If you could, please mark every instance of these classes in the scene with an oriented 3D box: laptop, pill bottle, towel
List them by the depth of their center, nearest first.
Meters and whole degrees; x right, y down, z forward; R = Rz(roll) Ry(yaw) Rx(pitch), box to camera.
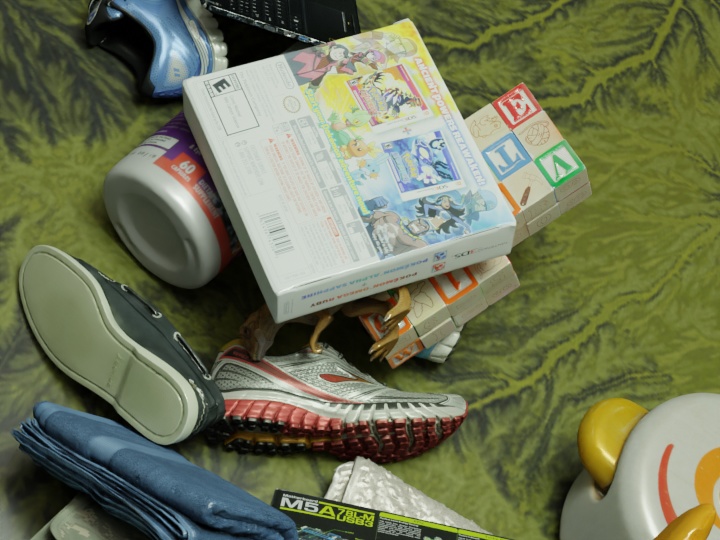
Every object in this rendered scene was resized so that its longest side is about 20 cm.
[{"bbox_3d":[-0.140,0.149,1.494,0.111,0.200,0.049,21,91,-47],"label":"towel"},{"bbox_3d":[0.047,0.232,1.598,0.199,0.035,0.133,30,60,-2],"label":"towel"},{"bbox_3d":[-0.090,-0.086,1.667,0.111,0.111,0.200,43,60,6],"label":"pill bottle"},{"bbox_3d":[-0.080,-0.263,1.715,0.199,0.104,0.177,17,22,-10],"label":"laptop"}]

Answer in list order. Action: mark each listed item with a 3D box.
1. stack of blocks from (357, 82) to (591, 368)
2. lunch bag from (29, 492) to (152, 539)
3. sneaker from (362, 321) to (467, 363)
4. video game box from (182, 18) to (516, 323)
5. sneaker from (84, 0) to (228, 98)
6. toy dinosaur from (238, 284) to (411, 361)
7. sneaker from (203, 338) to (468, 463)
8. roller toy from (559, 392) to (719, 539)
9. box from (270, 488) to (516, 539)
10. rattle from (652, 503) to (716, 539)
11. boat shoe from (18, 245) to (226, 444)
[{"bbox_3d":[0.072,-0.033,1.635,0.200,0.059,0.115,-34,69,-2],"label":"stack of blocks"},{"bbox_3d":[-0.174,0.255,1.470,0.164,0.118,0.200,36,51,7],"label":"lunch bag"},{"bbox_3d":[0.039,-0.031,1.703,0.089,0.078,0.201,9,62,-10],"label":"sneaker"},{"bbox_3d":[-0.011,-0.075,1.569,0.181,0.047,0.201,-17,59,-12],"label":"video game box"},{"bbox_3d":[-0.179,-0.223,1.727,0.089,0.079,0.201,-18,71,-27],"label":"sneaker"},{"bbox_3d":[0.000,0.000,1.574,0.200,0.060,0.106,-39,68,-4],"label":"toy dinosaur"},{"bbox_3d":[-0.015,0.090,1.624,0.199,0.078,0.083,8,61,-14],"label":"sneaker"},{"bbox_3d":[0.251,0.188,1.617,0.182,0.140,0.201,-3,64,-25],"label":"roller toy"},{"bbox_3d":[0.021,0.233,1.481,0.199,0.048,0.193,11,25,0],"label":"box"},{"bbox_3d":[0.218,0.283,1.488,0.142,0.130,0.201,-26,70,-3],"label":"rattle"},{"bbox_3d":[-0.169,0.050,1.594,0.199,0.075,0.066,37,24,31],"label":"boat shoe"}]
